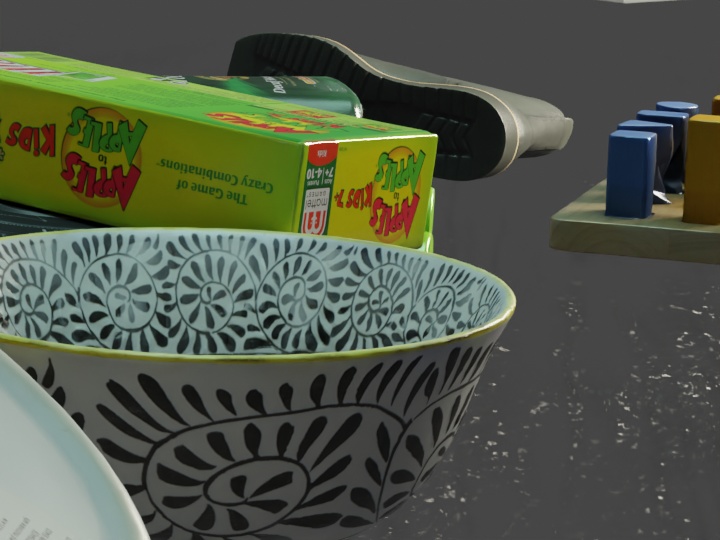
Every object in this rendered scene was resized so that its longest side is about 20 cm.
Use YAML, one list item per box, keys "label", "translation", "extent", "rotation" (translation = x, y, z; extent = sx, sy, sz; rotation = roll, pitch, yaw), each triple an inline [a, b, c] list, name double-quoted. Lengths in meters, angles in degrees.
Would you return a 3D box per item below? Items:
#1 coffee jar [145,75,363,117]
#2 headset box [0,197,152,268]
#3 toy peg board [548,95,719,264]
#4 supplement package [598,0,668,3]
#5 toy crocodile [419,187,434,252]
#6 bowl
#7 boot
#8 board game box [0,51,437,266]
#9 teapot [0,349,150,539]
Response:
- label: "coffee jar"
  translation: [-0.102, -0.061, 1.447]
  extent: [0.199, 0.086, 0.104]
  rotation: [-1, 12, -15]
- label: "headset box"
  translation: [-0.113, 0.015, 1.045]
  extent: [0.199, 0.078, 0.149]
  rotation: [3, 11, -17]
- label: "toy peg board"
  translation: [0.225, -0.066, 1.509]
  extent: [0.198, 0.098, 0.200]
  rotation: [6, 11, 16]
- label: "supplement package"
  translation: [0.299, -0.367, 2.891]
  extent: [0.200, 0.151, 0.152]
  rotation: [-8, 15, -41]
- label: "toy crocodile"
  translation: [0.000, 0.000, 1.252]
  extent: [0.067, 0.062, 0.200]
  rotation: [3, 16, 3]
- label: "bowl"
  translation: [-0.051, 0.049, 0.882]
  extent: [0.200, 0.095, 0.201]
  rotation: [2, 11, 0]
- label: "boot"
  translation: [0.026, -0.101, 1.740]
  extent: [0.199, 0.078, 0.138]
  rotation: [22, 14, 22]
- label: "board game box"
  translation: [-0.082, -0.047, 1.063]
  extent: [0.199, 0.048, 0.101]
  rotation: [13, 11, 30]
- label: "teapot"
  translation: [-0.150, 0.082, 0.602]
  extent: [0.200, 0.146, 0.197]
  rotation: [20, 23, -44]
